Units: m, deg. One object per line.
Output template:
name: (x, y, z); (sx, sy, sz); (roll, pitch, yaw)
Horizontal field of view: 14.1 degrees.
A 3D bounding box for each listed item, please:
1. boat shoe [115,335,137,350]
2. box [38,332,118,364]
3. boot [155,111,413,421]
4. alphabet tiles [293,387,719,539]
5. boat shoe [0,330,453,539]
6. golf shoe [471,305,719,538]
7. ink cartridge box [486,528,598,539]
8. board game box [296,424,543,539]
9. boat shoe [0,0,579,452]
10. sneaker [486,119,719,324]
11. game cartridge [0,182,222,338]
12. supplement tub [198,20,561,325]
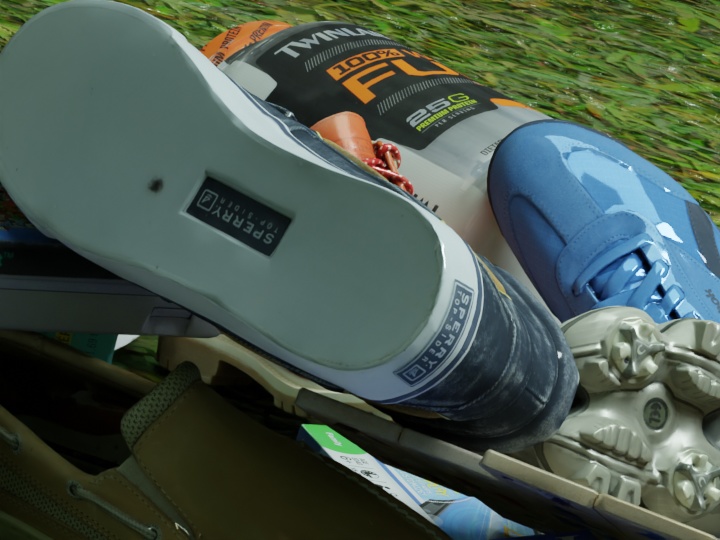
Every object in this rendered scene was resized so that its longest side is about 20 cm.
boat shoe: (-0.110, -0.032, 1.127); (0.071, 0.066, 0.200); (-7, 26, 8)
box: (-0.180, 0.003, 0.977); (0.199, 0.083, 0.049); (10, 16, -12)
boot: (0.000, 0.000, 1.043); (0.075, 0.108, 0.199); (6, 7, -41)
alphabet tiles: (0.082, 0.078, 0.829); (0.199, 0.008, 0.167); (20, -7, 19)
boat shoe: (-0.051, 0.064, 0.857); (0.199, 0.077, 0.072); (16, 40, 26)
golf shoe: (0.117, 0.061, 0.918); (0.199, 0.079, 0.097); (25, -16, -29)
ink cartridge box: (-0.017, 0.112, 0.743); (0.199, 0.045, 0.094); (-3, 21, -19)
board game box: (0.073, 0.107, 0.925); (0.135, 0.035, 0.200); (6, 18, -27)
boat shoe: (-0.027, -0.008, 0.854); (0.200, 0.071, 0.091); (34, -2, 38)
sneaker: (0.114, 0.026, 1.027); (0.201, 0.066, 0.078); (54, 8, 8)
game cartridge: (-0.125, -0.020, 0.912); (0.199, 0.039, 0.130); (3, 19, -31)
supplement tub: (0.011, -0.026, 1.174); (0.122, 0.123, 0.200); (0, 21, -41)
